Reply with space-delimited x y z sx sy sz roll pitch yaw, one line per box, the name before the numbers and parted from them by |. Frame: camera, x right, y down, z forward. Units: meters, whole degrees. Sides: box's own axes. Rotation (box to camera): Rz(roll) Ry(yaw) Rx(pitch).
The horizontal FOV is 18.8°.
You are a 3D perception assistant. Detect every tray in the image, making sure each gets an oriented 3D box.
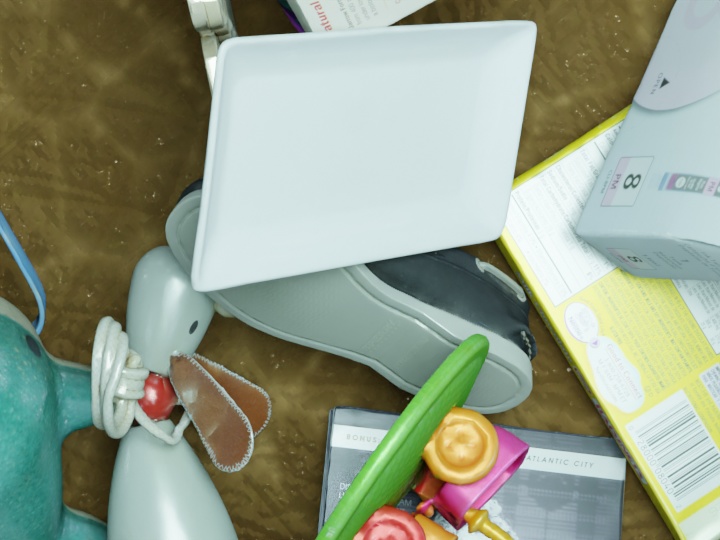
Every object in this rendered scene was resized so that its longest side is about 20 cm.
tray | 0.000 -0.056 0.952 0.022 0.199 0.108 22 112 40

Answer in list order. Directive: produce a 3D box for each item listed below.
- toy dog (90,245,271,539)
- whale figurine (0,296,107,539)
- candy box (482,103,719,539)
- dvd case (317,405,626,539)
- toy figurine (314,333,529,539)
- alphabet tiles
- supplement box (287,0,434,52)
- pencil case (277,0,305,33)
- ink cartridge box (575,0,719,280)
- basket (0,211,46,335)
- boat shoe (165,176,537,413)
toy dog | -0.070 0.098 1.020 0.095 0.132 0.202 5 111 3
whale figurine | -0.182 0.100 1.001 0.158 0.104 0.201 -27 129 1
candy box | 0.149 0.026 1.056 0.102 0.026 0.201 -31 91 -9
dvd case | 0.049 0.172 1.039 0.147 0.016 0.202 7 76 -5
toy figurine | 0.067 0.160 0.947 0.184 0.150 0.200 36 72 9
alphabet tiles | -0.072 -0.150 0.971 0.014 0.200 0.197 -11 91 -1
supplement box | 0.038 -0.196 0.915 0.199 0.126 0.074 -28 48 0
pencil case | 0.041 -0.185 1.025 0.199 0.085 0.093 -26 116 1
ink cartridge box | 0.196 -0.075 0.958 0.057 0.200 0.163 32 76 -24
basket | -0.261 -0.027 1.016 0.175 0.139 0.201 -20 118 2
boat shoe | 0.000 0.000 1.015 0.199 0.074 0.061 25 48 -21
